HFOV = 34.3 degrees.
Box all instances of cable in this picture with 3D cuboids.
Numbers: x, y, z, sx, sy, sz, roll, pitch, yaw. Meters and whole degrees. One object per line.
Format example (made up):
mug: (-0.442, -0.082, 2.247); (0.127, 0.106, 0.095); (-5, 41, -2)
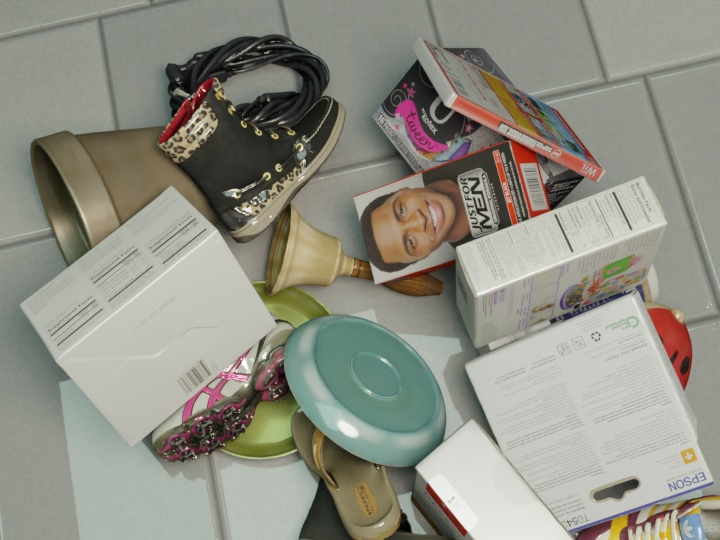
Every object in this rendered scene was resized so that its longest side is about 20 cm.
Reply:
cable: (-0.130, -0.221, 1.378); (0.196, 0.051, 0.164); (-8, 39, -12)

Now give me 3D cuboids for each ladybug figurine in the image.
ladybug figurine: (0.280, 0.124, 1.233); (0.135, 0.072, 0.201); (31, 99, -17)

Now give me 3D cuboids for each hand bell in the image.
hand bell: (0.000, 0.000, 1.313); (0.197, 0.104, 0.106); (14, 72, -14)

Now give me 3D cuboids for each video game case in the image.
video game case: (0.152, -0.168, 1.210); (0.198, 0.144, 0.018); (22, 116, -25)

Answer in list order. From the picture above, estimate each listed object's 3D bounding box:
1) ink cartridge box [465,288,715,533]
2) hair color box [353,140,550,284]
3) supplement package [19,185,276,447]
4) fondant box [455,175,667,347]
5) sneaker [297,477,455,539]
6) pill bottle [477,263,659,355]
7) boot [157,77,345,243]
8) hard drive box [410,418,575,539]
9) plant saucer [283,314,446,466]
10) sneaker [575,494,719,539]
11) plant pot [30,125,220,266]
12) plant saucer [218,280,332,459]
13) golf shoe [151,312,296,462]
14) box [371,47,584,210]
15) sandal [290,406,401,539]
ink cartridge box: (0.231, 0.149, 1.180); (0.194, 0.043, 0.203); (-24, 90, 25)
hair color box: (0.097, -0.059, 1.227); (0.198, 0.061, 0.103); (-19, 85, 33)
supplement package: (-0.216, 0.047, 1.204); (0.199, 0.157, 0.111); (-39, 45, -11)
fondant box: (0.194, -0.005, 1.158); (0.197, 0.145, 0.059); (-20, 66, -4)
sneaker: (0.020, 0.250, 1.201); (0.197, 0.075, 0.108); (-3, 65, 36)
pill bottle: (0.217, 0.033, 1.278); (0.198, 0.111, 0.112); (-27, 73, -6)
boot: (-0.117, -0.150, 1.276); (0.151, 0.073, 0.201); (45, 74, -25)
hard drive box: (0.127, 0.249, 1.165); (0.076, 0.200, 0.156); (-37, 73, -12)
plant saucer: (0.012, 0.118, 1.236); (0.198, 0.028, 0.202); (23, 36, -17)
sneaker: (0.317, 0.272, 1.207); (0.197, 0.090, 0.076); (-15, 72, -3)
plant pot: (-0.253, -0.081, 1.310); (0.172, 0.201, 0.202); (-25, 72, -22)
plant saucer: (-0.109, 0.113, 1.310); (0.196, 0.031, 0.204); (-1, 73, 3)
golf shoe: (-0.147, 0.127, 1.261); (0.199, 0.073, 0.092); (-36, 55, -14)
box: (0.133, -0.142, 1.308); (0.201, 0.131, 0.115); (52, 123, 16)
sandal: (-0.018, 0.193, 1.198); (0.080, 0.054, 0.201); (-30, 41, -3)
